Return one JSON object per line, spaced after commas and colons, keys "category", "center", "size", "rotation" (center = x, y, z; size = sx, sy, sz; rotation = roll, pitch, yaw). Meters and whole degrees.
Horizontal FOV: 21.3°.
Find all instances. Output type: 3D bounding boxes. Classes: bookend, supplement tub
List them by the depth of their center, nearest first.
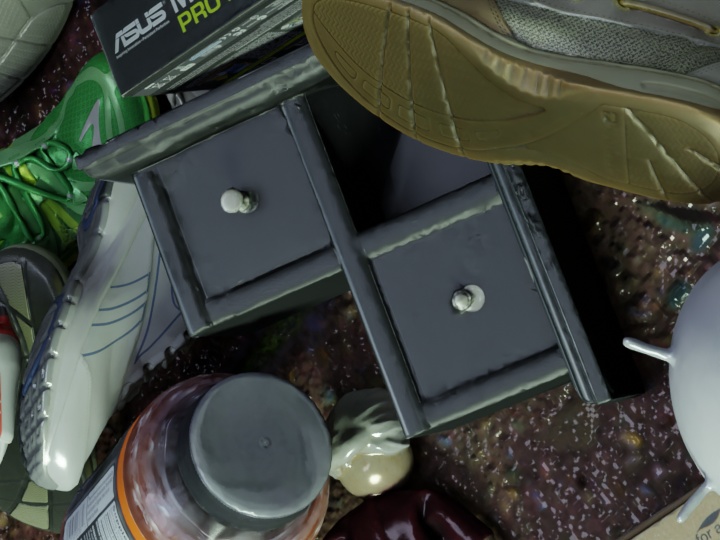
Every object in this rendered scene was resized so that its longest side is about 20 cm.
{"category": "bookend", "center": [0.000, 0.000, 0.891], "size": [0.199, 0.092, 0.200], "rotation": [-22, 82, 17]}
{"category": "supplement tub", "center": [-0.080, 0.117, 0.959], "size": [0.107, 0.106, 0.200], "rotation": [64, 149, 12]}

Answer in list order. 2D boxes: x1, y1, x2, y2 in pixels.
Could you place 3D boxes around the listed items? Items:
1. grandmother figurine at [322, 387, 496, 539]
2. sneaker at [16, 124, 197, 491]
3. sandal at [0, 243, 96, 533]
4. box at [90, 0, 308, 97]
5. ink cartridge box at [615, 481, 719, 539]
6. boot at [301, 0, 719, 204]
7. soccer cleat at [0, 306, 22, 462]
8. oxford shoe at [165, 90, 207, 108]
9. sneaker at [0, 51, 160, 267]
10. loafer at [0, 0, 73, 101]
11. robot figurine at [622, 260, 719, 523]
{"category": "grandmother figurine", "center": [0.023, 0.158, 0.961], "size": [0.120, 0.061, 0.201], "rotation": [-18, 82, 10]}
{"category": "sneaker", "center": [-0.116, 0.023, 0.976], "size": [0.074, 0.087, 0.201], "rotation": [-38, 30, 62]}
{"category": "sandal", "center": [-0.176, 0.070, 1.093], "size": [0.079, 0.057, 0.202], "rotation": [18, 124, 16]}
{"category": "box", "center": [-0.001, -0.143, 0.870], "size": [0.199, 0.160, 0.045], "rotation": [-28, 81, 37]}
{"category": "ink cartridge box", "center": [0.173, 0.180, 0.834], "size": [0.200, 0.075, 0.165], "rotation": [-40, 71, 34]}
{"category": "boot", "center": [0.091, -0.117, 0.801], "size": [0.199, 0.155, 0.072], "rotation": [18, 143, 21]}
{"category": "soccer cleat", "center": [-0.231, 0.091, 1.040], "size": [0.200, 0.068, 0.086], "rotation": [-43, 51, 50]}
{"category": "oxford shoe", "center": [-0.080, -0.109, 1.000], "size": [0.075, 0.058, 0.201], "rotation": [-36, 73, 38]}
{"category": "sneaker", "center": [-0.178, -0.042, 1.066], "size": [0.074, 0.083, 0.200], "rotation": [53, 122, 20]}
{"category": "loafer", "center": [-0.197, -0.176, 1.081], "size": [0.200, 0.072, 0.063], "rotation": [-54, 48, 22]}
{"category": "robot figurine", "center": [0.203, 0.033, 0.725], "size": [0.199, 0.113, 0.171], "rotation": [-15, 72, -5]}
